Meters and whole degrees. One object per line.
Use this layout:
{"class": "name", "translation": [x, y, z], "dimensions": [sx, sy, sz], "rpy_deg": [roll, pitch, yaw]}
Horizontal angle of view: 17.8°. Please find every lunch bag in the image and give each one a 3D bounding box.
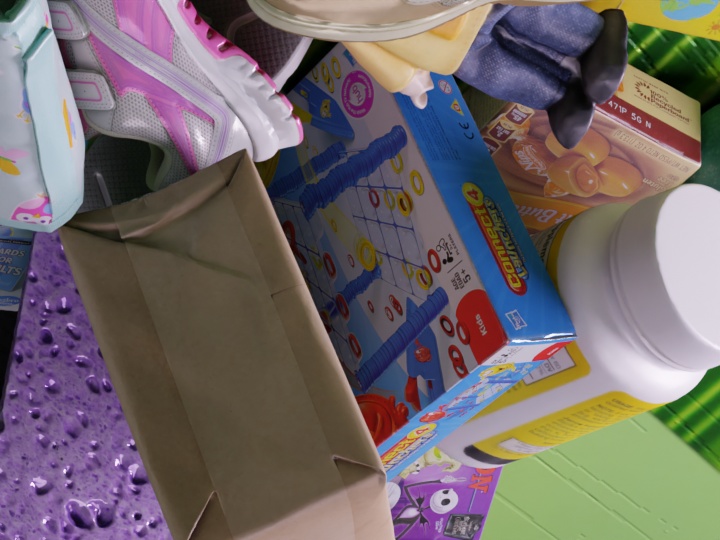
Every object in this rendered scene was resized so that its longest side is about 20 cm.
{"class": "lunch bag", "translation": [-0.203, -0.119, 1.035], "dimensions": [0.122, 0.200, 0.171], "rpy_deg": [-36, 154, -21]}

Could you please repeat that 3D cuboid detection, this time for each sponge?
{"class": "sponge", "translation": [-0.144, 0.076, 1.275], "dimensions": [0.111, 0.201, 0.030], "rpy_deg": [11, 178, -11]}

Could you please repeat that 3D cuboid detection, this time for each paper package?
{"class": "paper package", "translation": [-0.063, 0.065, 1.149], "dimensions": [0.103, 0.191, 0.200], "rpy_deg": [-23, 164, -4]}

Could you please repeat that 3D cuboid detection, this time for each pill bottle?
{"class": "pill bottle", "translation": [0.122, 0.030, 1.262], "dimensions": [0.114, 0.115, 0.200], "rpy_deg": [21, 149, -36]}

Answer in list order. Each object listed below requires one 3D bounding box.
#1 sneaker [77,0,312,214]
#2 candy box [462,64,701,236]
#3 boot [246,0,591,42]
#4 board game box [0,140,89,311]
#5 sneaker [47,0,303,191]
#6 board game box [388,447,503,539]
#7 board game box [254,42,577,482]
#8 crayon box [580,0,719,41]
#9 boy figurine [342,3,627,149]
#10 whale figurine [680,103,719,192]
{"class": "sneaker", "translation": [-0.079, -0.100, 1.233], "dimensions": [0.200, 0.070, 0.080], "rpy_deg": [-49, 169, 27]}
{"class": "candy box", "translation": [0.092, -0.047, 1.328], "dimensions": [0.115, 0.055, 0.200], "rpy_deg": [26, 134, -20]}
{"class": "boot", "translation": [0.045, -0.179, 1.022], "dimensions": [0.199, 0.072, 0.155], "rpy_deg": [-9, 148, -8]}
{"class": "board game box", "translation": [-0.239, -0.055, 1.272], "dimensions": [0.151, 0.047, 0.200], "rpy_deg": [5, 144, -19]}
{"class": "sneaker", "translation": [-0.120, -0.111, 1.120], "dimensions": [0.088, 0.081, 0.200], "rpy_deg": [-42, 106, -3]}
{"class": "board game box", "translation": [0.044, 0.094, 1.507], "dimensions": [0.120, 0.032, 0.200], "rpy_deg": [1, 123, -20]}
{"class": "board game box", "translation": [0.000, 0.000, 1.263], "dimensions": [0.056, 0.200, 0.196], "rpy_deg": [-4, 152, -44]}
{"class": "crayon box", "translation": [0.211, -0.175, 1.186], "dimensions": [0.199, 0.051, 0.127], "rpy_deg": [9, 143, -25]}
{"class": "boy figurine", "translation": [0.036, -0.136, 1.144], "dimensions": [0.200, 0.065, 0.124], "rpy_deg": [22, 131, -19]}
{"class": "whale figurine", "translation": [0.201, -0.043, 1.350], "dimensions": [0.200, 0.104, 0.159], "rpy_deg": [-13, -170, 44]}
